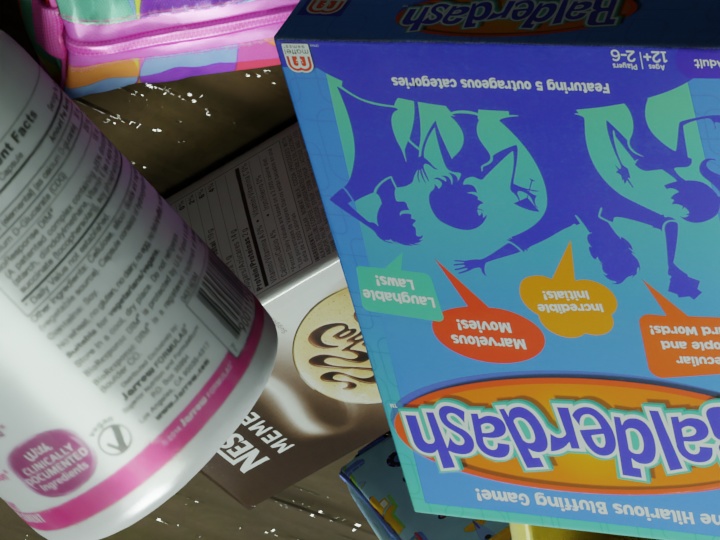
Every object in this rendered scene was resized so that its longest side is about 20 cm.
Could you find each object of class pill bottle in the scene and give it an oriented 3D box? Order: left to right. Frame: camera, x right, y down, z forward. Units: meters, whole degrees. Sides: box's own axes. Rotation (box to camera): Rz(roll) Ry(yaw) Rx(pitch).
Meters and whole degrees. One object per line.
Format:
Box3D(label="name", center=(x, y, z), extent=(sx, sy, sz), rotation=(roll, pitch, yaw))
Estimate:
Box3D(label="pill bottle", center=(-0.132, -0.011, 0.893), extent=(0.113, 0.113, 0.200), rotation=(-34, 112, 21))

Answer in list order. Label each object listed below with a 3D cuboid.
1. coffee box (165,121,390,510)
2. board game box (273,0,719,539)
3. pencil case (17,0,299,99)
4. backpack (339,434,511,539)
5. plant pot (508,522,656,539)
Box3D(label="coffee box", center=(0.000, 0.000, 1.057), extent=(0.200, 0.080, 0.113), rotation=(-30, 139, 16))
Box3D(label="board game box", center=(0.070, -0.001, 0.842), extent=(0.152, 0.045, 0.200), rotation=(3, 129, 27))
Box3D(label="pencil case", center=(-0.021, -0.113, 0.918), extent=(0.200, 0.088, 0.088), rotation=(-10, 140, -6))
Box3D(label="backpack", center=(0.117, 0.103, 1.146), extent=(0.200, 0.183, 0.135), rotation=(-32, 122, -2))
Box3D(label="plant pot", center=(0.173, 0.018, 0.974), extent=(0.195, 0.200, 0.194), rotation=(-1, 111, 28))
